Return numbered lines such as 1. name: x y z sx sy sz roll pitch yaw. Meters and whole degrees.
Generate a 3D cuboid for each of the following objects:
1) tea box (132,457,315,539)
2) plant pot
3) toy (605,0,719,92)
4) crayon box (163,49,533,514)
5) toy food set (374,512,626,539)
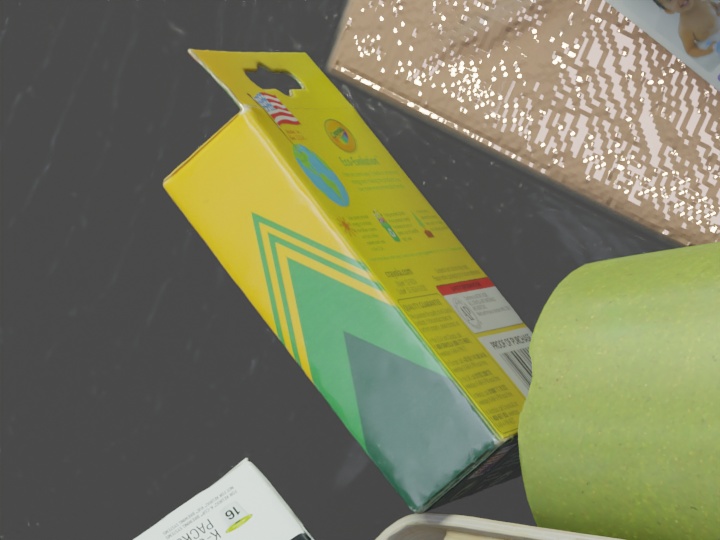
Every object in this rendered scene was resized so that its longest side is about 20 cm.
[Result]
1. tea box: -0.059 0.220 1.104 0.200 0.134 0.197 -35 50 -8
2. plant pot: 0.167 0.059 1.081 0.189 0.200 0.201 1 94 32
3. toy: 0.124 -0.141 1.099 0.200 0.047 0.115 35 117 -14
4. crayon box: 0.000 0.000 1.161 0.051 0.127 0.200 -41 78 18
5. toy food set: 0.103 0.156 1.084 0.200 0.143 0.061 3 62 51
